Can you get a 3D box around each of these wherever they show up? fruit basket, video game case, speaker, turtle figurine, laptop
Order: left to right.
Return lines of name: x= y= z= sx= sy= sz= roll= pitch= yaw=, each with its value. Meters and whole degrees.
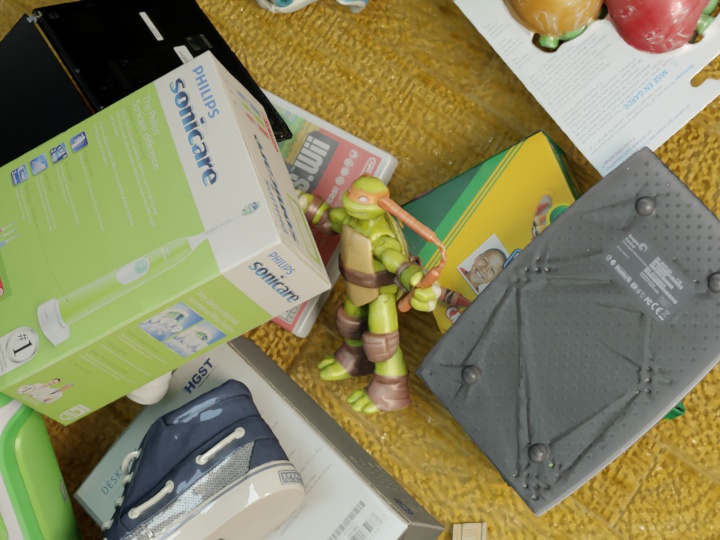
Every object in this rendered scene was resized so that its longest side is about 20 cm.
speaker: x=-0.237 y=0.155 z=1.107 sx=0.088 sy=0.089 sz=0.201 roll=-3 pitch=117 yaw=21
laptop: x=-0.182 y=-0.101 z=1.187 sx=0.178 sy=0.199 sz=0.104 roll=54 pitch=144 yaw=30
video game case: x=-0.087 y=-0.060 z=1.193 sx=0.199 sy=0.017 sz=0.144 roll=29 pitch=91 yaw=24
turtle figurine: x=0.000 y=0.000 z=1.074 sx=0.200 sy=0.064 sz=0.162 roll=30 pitch=129 yaw=44
fruit basket: x=0.165 y=-0.188 z=1.040 sx=0.185 sy=0.094 sz=0.200 roll=-42 pitch=84 yaw=9

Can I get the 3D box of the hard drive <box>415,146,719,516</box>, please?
hard drive: x=0.145 y=0.038 z=1.004 sx=0.200 sy=0.042 sz=0.135 roll=-45 pitch=67 yaw=8

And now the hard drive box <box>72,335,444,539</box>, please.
hard drive box: x=-0.070 y=0.162 z=1.110 sx=0.200 sy=0.077 sz=0.156 roll=43 pitch=97 yaw=23

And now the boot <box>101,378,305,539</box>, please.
boot: x=-0.134 y=0.159 z=1.064 sx=0.199 sy=0.073 sz=0.091 roll=-34 pitch=61 yaw=5

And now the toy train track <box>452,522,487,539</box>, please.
toy train track: x=0.109 y=0.216 z=1.052 sx=0.198 sy=0.033 sz=0.116 roll=-7 pitch=77 yaw=19

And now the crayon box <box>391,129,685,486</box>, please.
crayon box: x=0.114 y=0.026 z=1.074 sx=0.118 sy=0.058 sz=0.201 roll=-28 pitch=71 yaw=14

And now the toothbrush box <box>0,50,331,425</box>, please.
toothbrush box: x=-0.140 y=-0.018 z=1.027 sx=0.199 sy=0.086 sz=0.146 roll=-29 pitch=62 yaw=11

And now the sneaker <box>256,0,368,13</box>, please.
sneaker: x=-0.077 y=-0.233 z=1.193 sx=0.199 sy=0.076 sz=0.081 roll=9 pitch=85 yaw=25

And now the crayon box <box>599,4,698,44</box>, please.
crayon box: x=0.150 y=-0.224 z=1.114 sx=0.199 sy=0.052 sz=0.126 roll=32 pitch=92 yaw=24

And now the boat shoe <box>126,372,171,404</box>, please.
boat shoe: x=-0.178 y=0.030 z=1.153 sx=0.200 sy=0.073 sz=0.066 roll=-133 pitch=48 yaw=-60
